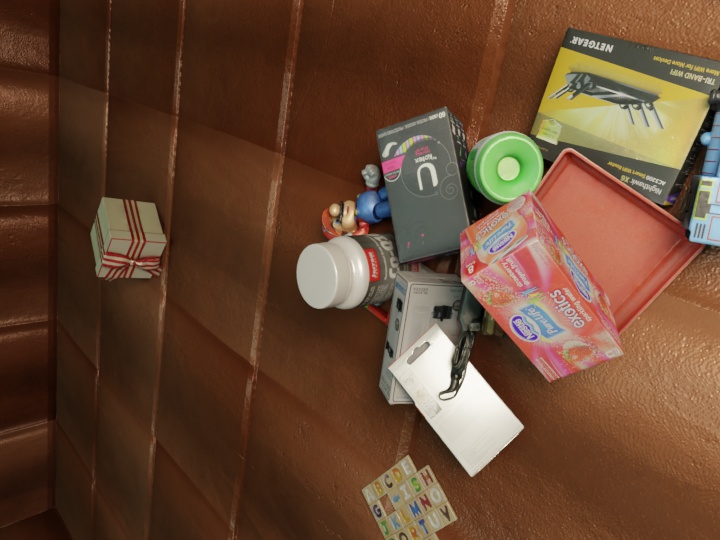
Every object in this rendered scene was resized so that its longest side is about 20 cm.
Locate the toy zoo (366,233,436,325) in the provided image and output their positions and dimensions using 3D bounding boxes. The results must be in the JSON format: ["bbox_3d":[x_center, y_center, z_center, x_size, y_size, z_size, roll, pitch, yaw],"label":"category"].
[{"bbox_3d":[0.069,0.037,0.987,0.198,0.020,0.135,36,119,37],"label":"toy zoo"}]

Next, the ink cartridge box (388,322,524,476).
[{"bbox_3d":[0.143,0.195,0.849,0.108,0.050,0.201,-40,77,-1],"label":"ink cartridge box"}]

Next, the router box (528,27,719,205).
[{"bbox_3d":[0.322,-0.193,0.683,0.198,0.051,0.162,33,118,38],"label":"router box"}]

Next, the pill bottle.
[{"bbox_3d":[0.000,0.000,0.898,0.112,0.197,0.118,7,100,43],"label":"pill bottle"}]

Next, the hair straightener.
[{"bbox_3d":[0.149,0.090,0.803,0.040,0.077,0.206,18,81,9],"label":"hair straightener"}]

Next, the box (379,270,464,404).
[{"bbox_3d":[0.102,0.109,0.890,0.060,0.113,0.207,-138,52,-66],"label":"box"}]

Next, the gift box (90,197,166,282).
[{"bbox_3d":[-0.682,-0.074,1.627,0.202,0.180,0.190,-56,50,37],"label":"gift box"}]

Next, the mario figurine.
[{"bbox_3d":[-0.003,-0.111,0.975,0.197,0.123,0.108,-26,102,38],"label":"mario figurine"}]

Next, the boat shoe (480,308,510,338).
[{"bbox_3d":[0.226,0.000,0.802,0.065,0.072,0.207,12,100,9],"label":"boat shoe"}]

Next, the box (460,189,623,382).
[{"bbox_3d":[0.211,0.024,0.650,0.101,0.096,0.200,-29,119,31],"label":"box"}]

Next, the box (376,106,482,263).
[{"bbox_3d":[0.110,-0.124,0.846,0.119,0.105,0.207,-13,86,24],"label":"box"}]

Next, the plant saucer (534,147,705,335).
[{"bbox_3d":[0.286,-0.022,0.707,0.197,0.037,0.203,35,121,6],"label":"plant saucer"}]

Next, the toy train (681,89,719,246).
[{"bbox_3d":[0.409,-0.113,0.567,0.111,0.086,0.207,12,104,24],"label":"toy train"}]

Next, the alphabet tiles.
[{"bbox_3d":[0.093,0.450,1.026,0.201,0.007,0.170,-49,61,37],"label":"alphabet tiles"}]

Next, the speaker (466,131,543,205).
[{"bbox_3d":[0.184,-0.135,0.724,0.085,0.200,0.092,1,101,7],"label":"speaker"}]
